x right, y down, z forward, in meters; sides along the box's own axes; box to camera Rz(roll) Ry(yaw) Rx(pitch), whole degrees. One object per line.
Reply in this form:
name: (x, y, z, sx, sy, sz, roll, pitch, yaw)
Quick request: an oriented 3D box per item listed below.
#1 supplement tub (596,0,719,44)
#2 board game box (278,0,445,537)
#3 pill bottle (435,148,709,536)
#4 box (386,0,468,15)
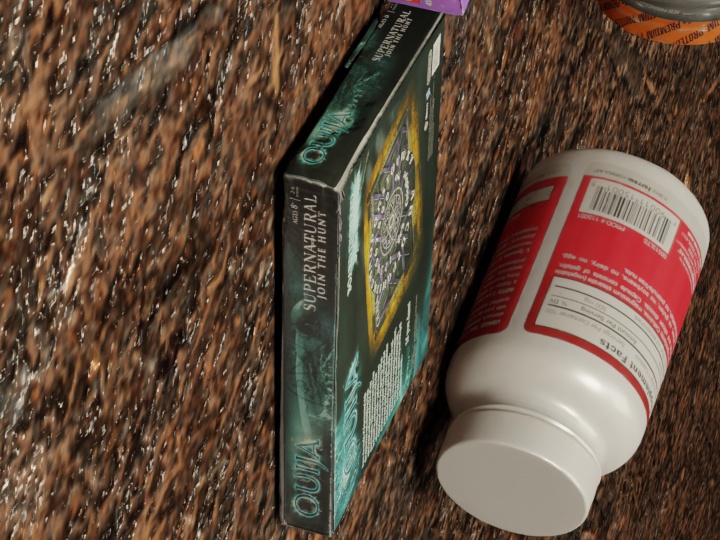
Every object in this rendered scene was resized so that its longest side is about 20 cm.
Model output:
supplement tub: (0.182, -0.230, 1.477, 0.123, 0.122, 0.200, -61, 159, -45)
board game box: (0.000, 0.000, 1.188, 0.135, 0.028, 0.200, -60, 159, -47)
pill bottle: (0.112, 0.040, 1.484, 0.112, 0.112, 0.200, 84, 25, -52)
box: (0.052, -0.228, 1.153, 0.137, 0.039, 0.200, 78, 29, -58)
